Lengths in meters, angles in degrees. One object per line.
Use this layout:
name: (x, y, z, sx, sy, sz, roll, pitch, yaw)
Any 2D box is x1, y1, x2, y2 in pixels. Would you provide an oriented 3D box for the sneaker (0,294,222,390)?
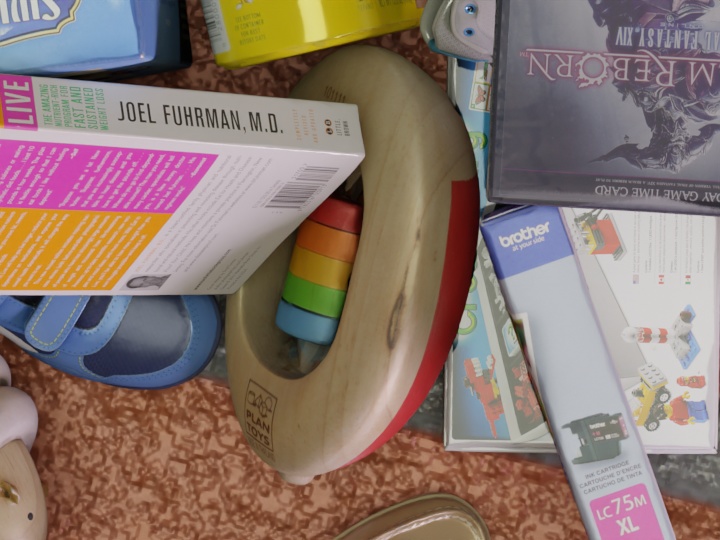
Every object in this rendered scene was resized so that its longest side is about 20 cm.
sneaker: (-0.157, -0.004, 1.292, 0.200, 0.082, 0.074, 27, 91, -1)

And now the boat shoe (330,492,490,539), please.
boat shoe: (-0.014, 0.168, 1.278, 0.200, 0.065, 0.072, -34, 92, -21)

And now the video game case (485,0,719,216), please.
video game case: (0.125, -0.121, 1.131, 0.142, 0.019, 0.201, 4, 106, 4)

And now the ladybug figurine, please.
ladybug figurine: (0.000, 0.000, 1.275, 0.072, 0.136, 0.201, 6, 107, -37)

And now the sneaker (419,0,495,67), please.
sneaker: (0.074, -0.107, 1.234, 0.087, 0.075, 0.200, -39, 103, -7)

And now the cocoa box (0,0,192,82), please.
cocoa box: (-0.151, -0.143, 1.226, 0.133, 0.200, 0.132, -7, 93, 3)

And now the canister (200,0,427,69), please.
canister: (-0.036, -0.195, 1.248, 0.086, 0.149, 0.201, -12, 95, 17)

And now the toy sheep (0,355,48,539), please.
toy sheep: (-0.221, 0.070, 1.277, 0.200, 0.138, 0.138, 37, 93, 6)

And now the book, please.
book: (-0.116, -0.034, 1.195, 0.200, 0.134, 0.048, 4, 63, -29)

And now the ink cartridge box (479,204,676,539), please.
ink cartridge box: (0.090, 0.035, 1.232, 0.042, 0.119, 0.201, -17, 92, 4)

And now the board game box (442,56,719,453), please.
board game box: (0.101, -0.018, 1.307, 0.126, 0.035, 0.201, 1, 93, 1)
